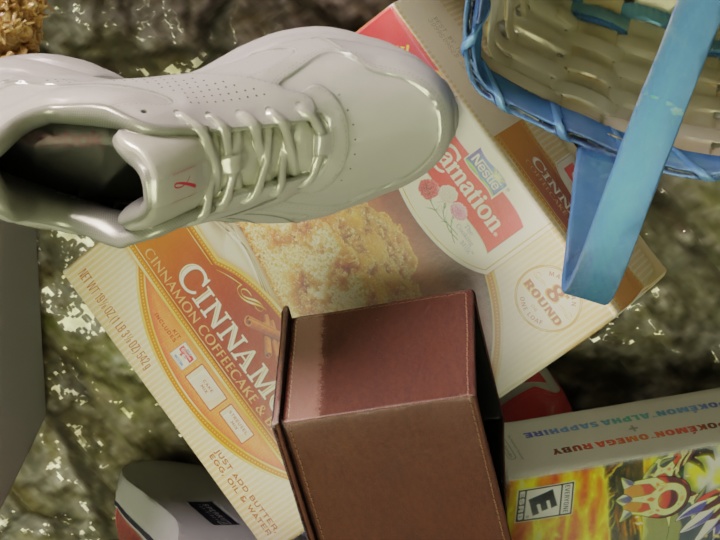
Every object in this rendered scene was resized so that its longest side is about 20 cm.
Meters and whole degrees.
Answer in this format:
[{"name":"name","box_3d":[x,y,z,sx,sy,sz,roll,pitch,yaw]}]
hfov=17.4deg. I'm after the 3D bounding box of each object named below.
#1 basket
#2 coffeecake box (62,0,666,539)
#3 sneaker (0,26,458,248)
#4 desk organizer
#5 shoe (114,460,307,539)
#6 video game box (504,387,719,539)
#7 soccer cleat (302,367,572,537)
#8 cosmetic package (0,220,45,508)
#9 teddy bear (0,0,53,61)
[{"name":"basket","box_3d":[0.111,-0.103,0.852,0.139,0.200,0.176,16,121,-6]},{"name":"coffeecake box","box_3d":[0.000,0.000,0.990,0.200,0.073,0.154,-37,88,27]},{"name":"sneaker","box_3d":[-0.059,-0.040,0.881,0.200,0.099,0.078,-7,110,-5]},{"name":"desk organizer","box_3d":[0.026,0.108,0.944,0.077,0.072,0.200,-9,126,9]},{"name":"shoe","box_3d":[-0.066,0.157,1.049,0.071,0.200,0.091,3,102,-23]},{"name":"video game box","box_3d":[0.133,0.146,1.050,0.182,0.047,0.200,-10,124,-19]},{"name":"soccer cleat","box_3d":[0.012,0.095,1.085,0.200,0.068,0.073,-29,87,30]},{"name":"cosmetic package","box_3d":[-0.252,0.004,1.038,0.200,0.123,0.199,7,122,8]},{"name":"teddy bear","box_3d":[-0.174,-0.124,0.944,0.145,0.200,0.067,30,166,22]}]
